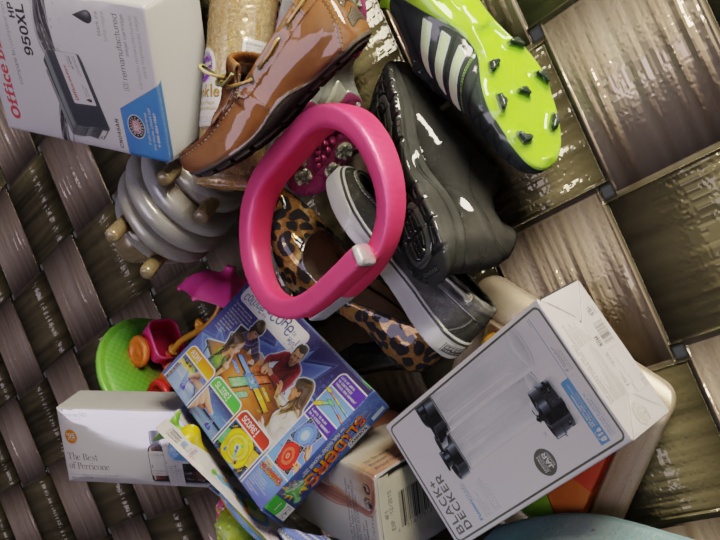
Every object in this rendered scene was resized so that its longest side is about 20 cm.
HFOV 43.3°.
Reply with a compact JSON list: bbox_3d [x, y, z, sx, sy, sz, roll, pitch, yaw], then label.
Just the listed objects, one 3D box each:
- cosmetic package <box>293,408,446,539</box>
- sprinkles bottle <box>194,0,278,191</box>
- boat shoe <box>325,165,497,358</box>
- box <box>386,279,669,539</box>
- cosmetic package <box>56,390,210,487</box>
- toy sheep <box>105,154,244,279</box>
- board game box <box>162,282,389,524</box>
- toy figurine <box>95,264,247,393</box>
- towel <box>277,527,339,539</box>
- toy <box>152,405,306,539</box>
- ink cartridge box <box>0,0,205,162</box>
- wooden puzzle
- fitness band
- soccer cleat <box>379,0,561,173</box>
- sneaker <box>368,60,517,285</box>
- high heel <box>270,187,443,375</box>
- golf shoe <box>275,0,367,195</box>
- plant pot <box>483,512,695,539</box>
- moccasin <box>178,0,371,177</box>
[{"bbox_3d":[-0.012,0.178,0.842,0.198,0.102,0.089,11,115,48],"label":"cosmetic package"},{"bbox_3d":[-0.110,-0.176,0.815,0.067,0.067,0.205,7,94,42],"label":"sprinkles bottle"},{"bbox_3d":[0.043,-0.024,0.759,0.064,0.070,0.201,-47,63,23],"label":"boat shoe"},{"bbox_3d":[0.118,0.114,0.688,0.118,0.059,0.200,57,134,14],"label":"box"},{"bbox_3d":[-0.204,0.168,0.912,0.195,0.051,0.085,-2,102,17],"label":"cosmetic package"},{"bbox_3d":[-0.179,-0.075,0.911,0.199,0.137,0.140,-35,80,25],"label":"toy sheep"},{"bbox_3d":[-0.082,0.106,0.814,0.200,0.135,0.035,41,175,42],"label":"board game box"},{"bbox_3d":[-0.163,0.088,0.954,0.184,0.148,0.203,-43,65,34],"label":"toy figurine"},{"bbox_3d":[0.036,0.265,0.798,0.143,0.199,0.024,18,82,40],"label":"towel"},{"bbox_3d":[-0.112,0.212,0.805,0.047,0.115,0.201,-41,90,1],"label":"toy"},{"bbox_3d":[-0.243,-0.197,0.835,0.196,0.084,0.147,13,128,22],"label":"ink cartridge box"},{"bbox_3d":[0.141,0.133,0.743,0.184,0.037,0.204,34,126,31],"label":"wooden puzzle"},{"bbox_3d":[-0.038,-0.044,0.737,0.199,0.037,0.146,-40,65,44],"label":"fitness band"},{"bbox_3d":[0.082,-0.153,0.686,0.202,0.067,0.081,59,152,11],"label":"soccer cleat"},{"bbox_3d":[0.061,-0.080,0.721,0.076,0.089,0.204,122,137,-55],"label":"sneaker"},{"bbox_3d":[0.000,0.000,0.803,0.141,0.071,0.203,-16,107,49],"label":"high heel"},{"bbox_3d":[-0.041,-0.167,0.799,0.092,0.074,0.204,51,140,48],"label":"golf shoe"},{"bbox_3d":[0.152,0.302,0.674,0.198,0.195,0.200,16,125,44],"label":"plant pot"},{"bbox_3d":[-0.081,-0.149,0.719,0.078,0.074,0.201,48,126,-4],"label":"moccasin"}]
